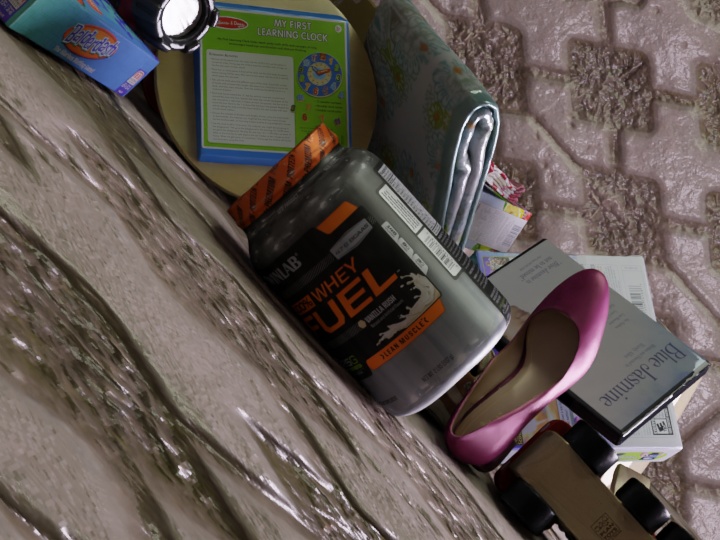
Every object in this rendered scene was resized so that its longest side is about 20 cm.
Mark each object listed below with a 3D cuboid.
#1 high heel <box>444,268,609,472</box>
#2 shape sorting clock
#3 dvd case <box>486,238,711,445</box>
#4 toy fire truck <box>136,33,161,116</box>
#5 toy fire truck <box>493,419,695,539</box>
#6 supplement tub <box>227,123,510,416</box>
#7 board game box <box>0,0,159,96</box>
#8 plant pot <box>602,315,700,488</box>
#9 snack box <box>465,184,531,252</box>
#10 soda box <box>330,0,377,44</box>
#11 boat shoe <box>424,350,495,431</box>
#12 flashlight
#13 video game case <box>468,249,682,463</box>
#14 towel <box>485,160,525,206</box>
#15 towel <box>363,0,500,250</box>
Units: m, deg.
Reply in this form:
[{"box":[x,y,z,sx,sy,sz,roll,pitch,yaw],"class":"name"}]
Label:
[{"box":[0.140,0.074,1.292,0.067,0.200,0.096,27,-10,23],"class":"high heel"},{"box":[-0.077,-0.152,1.321,0.200,0.200,0.039,46,-23,-15],"class":"shape sorting clock"},{"box":[0.196,0.059,1.425,0.200,0.143,0.018,39,-42,23],"class":"dvd case"},{"box":[-0.093,-0.178,1.388,0.200,0.168,0.112,46,6,-21],"class":"toy fire truck"},{"box":[0.204,0.203,1.375,0.176,0.129,0.200,47,-6,-2],"class":"toy fire truck"},{"box":[0.004,-0.002,1.158,0.200,0.123,0.123,47,6,-5],"class":"supplement tub"},{"box":[-0.240,-0.215,1.153,0.152,0.045,0.200,50,6,14],"class":"board game box"},{"box":[0.242,0.136,1.609,0.187,0.200,0.187,49,3,-4],"class":"plant pot"},{"box":[0.056,-0.094,1.610,0.169,0.068,0.200,38,13,32],"class":"snack box"},{"box":[-0.053,-0.174,1.501,0.064,0.200,0.068,50,6,22],"class":"soda box"},{"box":[0.083,0.090,1.339,0.200,0.074,0.076,39,17,-52],"class":"boat shoe"},{"box":[-0.196,-0.241,1.285,0.200,0.068,0.068,38,-28,38],"class":"flashlight"},{"box":[0.197,0.081,1.496,0.045,0.181,0.200,129,-42,-58],"class":"video game case"},{"box":[0.079,-0.130,1.519,0.144,0.023,0.200,39,4,21],"class":"towel"},{"box":[0.044,-0.111,1.367,0.048,0.200,0.171,-12,46,-29],"class":"towel"}]
